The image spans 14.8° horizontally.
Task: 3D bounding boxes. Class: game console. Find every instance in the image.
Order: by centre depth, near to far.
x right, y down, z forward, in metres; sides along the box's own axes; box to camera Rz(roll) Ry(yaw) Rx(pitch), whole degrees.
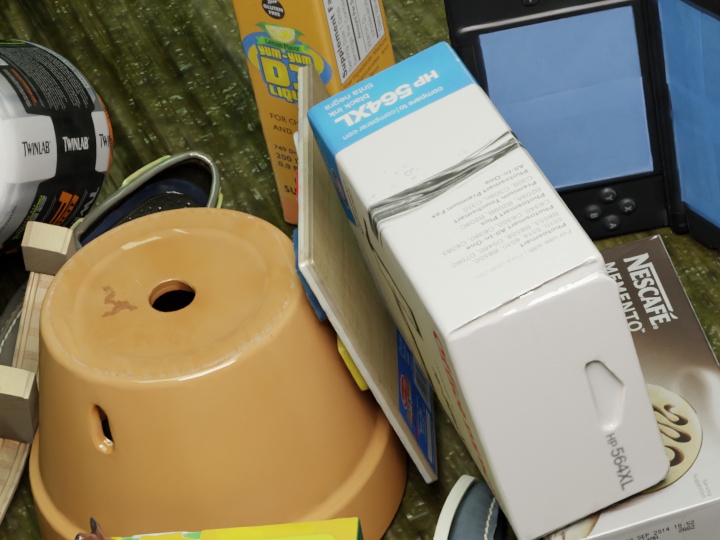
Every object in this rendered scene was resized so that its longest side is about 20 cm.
[{"bbox_3d":[0.144,-0.072,1.483,0.172,0.201,0.119,-11,38,1],"label":"game console"}]

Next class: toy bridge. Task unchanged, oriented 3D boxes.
[{"bbox_3d":[-0.184,0.071,1.467,0.027,0.067,0.201,11,63,4],"label":"toy bridge"}]

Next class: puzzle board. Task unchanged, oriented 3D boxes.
[{"bbox_3d":[0.000,0.000,1.463,0.017,0.151,0.200,-21,31,13],"label":"puzzle board"}]

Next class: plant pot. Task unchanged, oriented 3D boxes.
[{"bbox_3d":[-0.083,0.063,1.430,0.199,0.140,0.200,-7,40,6],"label":"plant pot"}]

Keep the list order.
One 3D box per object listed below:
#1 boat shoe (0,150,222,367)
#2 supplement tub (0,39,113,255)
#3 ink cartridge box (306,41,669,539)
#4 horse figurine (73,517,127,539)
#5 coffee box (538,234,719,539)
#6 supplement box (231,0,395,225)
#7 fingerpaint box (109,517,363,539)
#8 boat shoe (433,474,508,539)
[{"bbox_3d":[-0.146,0.006,1.564,0.072,0.060,0.202,35,54,9],"label":"boat shoe"},{"bbox_3d":[-0.213,-0.067,1.539,0.122,0.123,0.200,0,5,15],"label":"supplement tub"},{"bbox_3d":[0.060,0.009,1.329,0.084,0.146,0.200,-25,39,-4],"label":"ink cartridge box"},{"bbox_3d":[-0.091,0.177,1.241,0.199,0.050,0.132,11,27,37],"label":"horse figurine"},{"bbox_3d":[0.131,0.083,1.396,0.113,0.080,0.200,-16,39,0],"label":"coffee box"},{"bbox_3d":[-0.022,-0.114,1.578,0.066,0.201,0.069,15,46,29],"label":"supplement box"},{"bbox_3d":[-0.096,0.207,1.314,0.199,0.074,0.167,-6,39,8],"label":"fingerpaint box"},{"bbox_3d":[0.059,0.180,1.305,0.062,0.075,0.200,-3,42,14],"label":"boat shoe"}]
